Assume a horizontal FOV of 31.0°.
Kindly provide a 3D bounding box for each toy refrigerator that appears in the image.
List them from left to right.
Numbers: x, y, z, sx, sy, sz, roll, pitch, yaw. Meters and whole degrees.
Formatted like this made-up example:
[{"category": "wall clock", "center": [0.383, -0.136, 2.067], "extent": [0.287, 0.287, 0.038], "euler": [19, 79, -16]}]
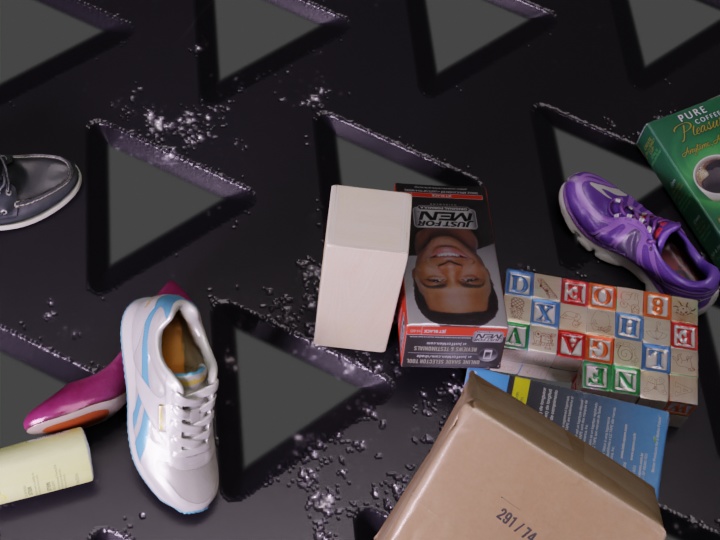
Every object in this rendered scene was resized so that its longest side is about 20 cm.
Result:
[{"category": "toy refrigerator", "center": [0.000, 0.000, 1.228], "extent": [0.075, 0.201, 0.071], "euler": [6, 61, -2]}]

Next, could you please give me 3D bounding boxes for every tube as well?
[{"category": "tube", "center": [-0.342, 0.192, 1.170], "extent": [0.197, 0.052, 0.059], "euler": [-13, 102, -17]}]

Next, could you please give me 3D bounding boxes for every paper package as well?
[{"category": "paper package", "center": [0.130, 0.226, 1.110], "extent": [0.198, 0.103, 0.192], "euler": [31, 102, 1]}]

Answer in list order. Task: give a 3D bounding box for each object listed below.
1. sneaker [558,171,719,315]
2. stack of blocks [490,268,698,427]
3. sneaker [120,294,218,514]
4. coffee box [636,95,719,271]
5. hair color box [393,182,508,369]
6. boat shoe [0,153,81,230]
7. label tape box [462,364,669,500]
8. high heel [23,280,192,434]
[{"category": "sneaker", "center": [0.296, -0.041, 1.348], "extent": [0.199, 0.084, 0.081], "euler": [41, 65, 16]}, {"category": "stack of blocks", "center": [0.232, 0.077, 1.292], "extent": [0.197, 0.059, 0.117], "euler": [10, 62, -1]}, {"category": "sneaker", "center": [-0.166, 0.123, 1.179], "extent": [0.076, 0.080, 0.203], "euler": [-14, 94, -37]}, {"category": "coffee box", "center": [0.401, -0.090, 1.407], "extent": [0.122, 0.044, 0.202], "euler": [-22, 67, -17]}, {"category": "hair color box", "center": [0.084, 0.002, 1.285], "extent": [0.100, 0.062, 0.202], "euler": [1, 45, -6]}, {"category": "boat shoe", "center": [-0.381, -0.086, 1.310], "extent": [0.196, 0.066, 0.075], "euler": [-10, 63, -11]}, {"category": "label tape box", "center": [0.181, 0.187, 1.225], "extent": [0.197, 0.064, 0.146], "euler": [13, 61, 6]}, {"category": "high heel", "center": [-0.239, 0.084, 1.234], "extent": [0.198, 0.067, 0.097], "euler": [-21, 75, -32]}]
